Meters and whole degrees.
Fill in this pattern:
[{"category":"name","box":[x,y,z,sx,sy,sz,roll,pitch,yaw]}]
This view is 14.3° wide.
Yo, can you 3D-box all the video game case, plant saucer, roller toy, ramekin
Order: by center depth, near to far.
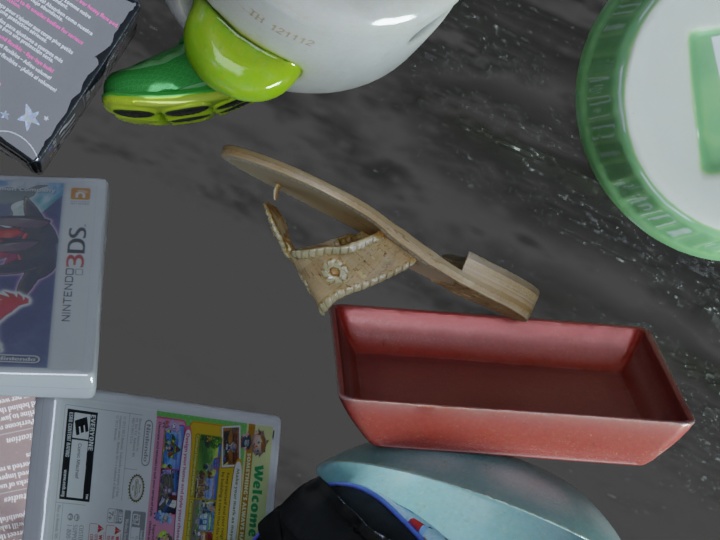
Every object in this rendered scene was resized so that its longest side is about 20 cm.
[{"category":"roller toy","box":[-0.020,-0.207,1.632,0.182,0.140,0.200,-9,77,-21]},{"category":"video game case","box":[-0.249,0.004,1.672,0.200,0.182,0.023,2,129,-3]},{"category":"plant saucer","box":[0.082,0.068,1.675,0.199,0.200,0.037,4,105,-4]},{"category":"plant saucer","box":[0.073,0.134,1.677,0.201,0.201,0.039,21,75,-4]},{"category":"video game case","box":[-0.125,0.175,1.682,0.182,0.022,0.200,11,81,-45]},{"category":"ramekin","box":[0.233,-0.104,1.724,0.200,0.098,0.200,0,91,-3]}]

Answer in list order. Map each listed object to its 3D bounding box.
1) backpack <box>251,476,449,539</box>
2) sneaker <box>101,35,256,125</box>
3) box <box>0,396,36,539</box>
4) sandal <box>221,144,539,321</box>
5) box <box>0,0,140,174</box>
[{"category":"backpack","box":[0.004,0.222,1.654,0.200,0.154,0.191,-42,55,2]},{"category":"sneaker","box":[-0.069,-0.145,1.722,0.200,0.074,0.084,-26,88,-14]},{"category":"box","box":[-0.211,0.155,1.701,0.100,0.075,0.200,-11,94,-2]},{"category":"sandal","box":[0.001,0.000,1.724,0.211,0.078,0.070,25,83,-9]},{"category":"box","box":[-0.239,-0.160,1.679,0.200,0.132,0.115,35,86,-4]}]
